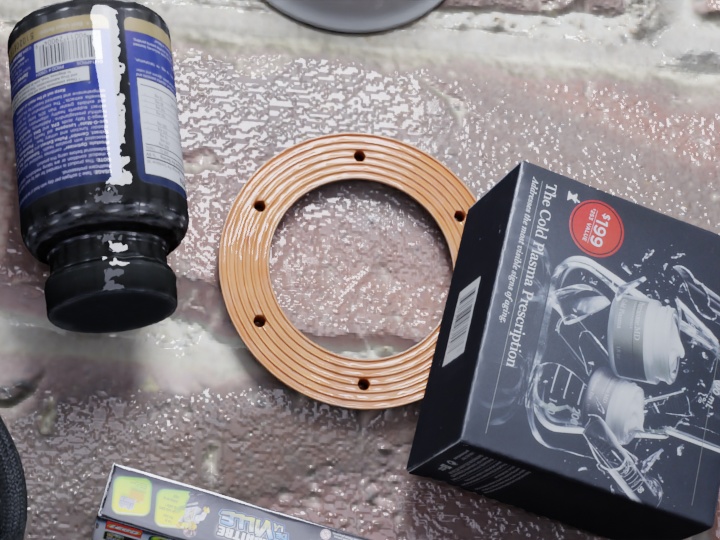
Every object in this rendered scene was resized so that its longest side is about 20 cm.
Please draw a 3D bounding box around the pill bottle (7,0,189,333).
[{"bbox_3d":[-0.171,-0.067,1.262,0.111,0.112,0.202,-3,71,-12],"label":"pill bottle"}]

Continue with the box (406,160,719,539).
[{"bbox_3d":[0.149,0.059,1.273,0.181,0.104,0.202,19,68,-13],"label":"box"}]

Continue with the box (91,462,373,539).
[{"bbox_3d":[-0.067,0.177,1.195,0.198,0.110,0.035,17,68,-5],"label":"box"}]

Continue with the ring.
[{"bbox_3d":[0.000,0.000,1.322,0.198,0.019,0.203,3,70,-9],"label":"ring"}]

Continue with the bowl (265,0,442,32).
[{"bbox_3d":[-0.004,-0.281,1.384,0.199,0.090,0.203,3,70,-9],"label":"bowl"}]

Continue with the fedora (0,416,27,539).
[{"bbox_3d":[-0.303,0.139,1.171,0.198,0.092,0.203,4,72,-13],"label":"fedora"}]
